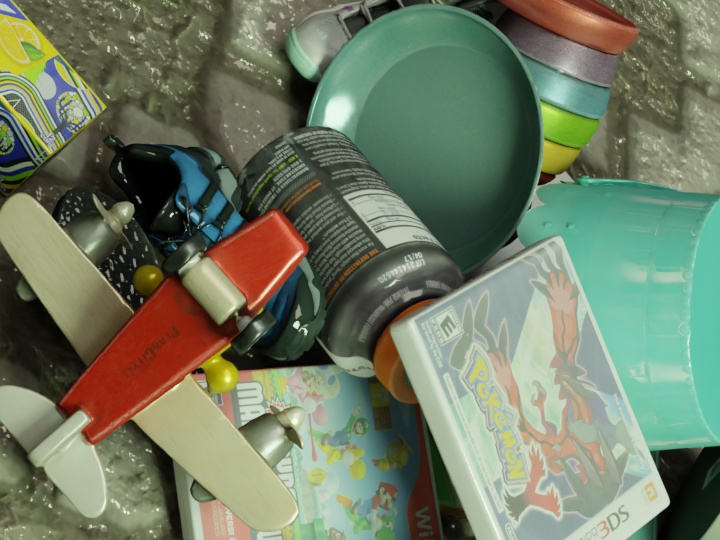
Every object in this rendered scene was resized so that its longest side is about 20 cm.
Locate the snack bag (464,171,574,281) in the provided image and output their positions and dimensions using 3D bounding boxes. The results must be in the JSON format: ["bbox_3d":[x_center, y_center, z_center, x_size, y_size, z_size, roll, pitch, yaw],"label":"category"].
[{"bbox_3d":[0.085,-0.087,1.708,0.200,0.021,0.188,54,43,0],"label":"snack bag"}]

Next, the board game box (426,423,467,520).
[{"bbox_3d":[0.097,0.136,1.579,0.199,0.030,0.096,10,59,-33],"label":"board game box"}]

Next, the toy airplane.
[{"bbox_3d":[-0.126,0.054,1.333,0.141,0.198,0.201,-40,132,-73],"label":"toy airplane"}]

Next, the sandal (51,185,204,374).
[{"bbox_3d":[-0.151,0.042,1.418,0.075,0.048,0.201,-39,105,-44],"label":"sandal"}]

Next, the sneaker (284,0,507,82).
[{"bbox_3d":[0.045,-0.204,1.638,0.199,0.140,0.078,-12,61,-38],"label":"sneaker"}]

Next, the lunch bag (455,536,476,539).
[{"bbox_3d":[0.100,0.287,1.418,0.164,0.117,0.200,-37,101,-46],"label":"lunch bag"}]

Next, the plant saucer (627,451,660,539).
[{"bbox_3d":[0.200,0.162,1.630,0.070,0.019,0.200,46,35,-32],"label":"plant saucer"}]

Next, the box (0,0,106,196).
[{"bbox_3d":[-0.264,-0.151,1.422,0.200,0.064,0.070,48,44,-5],"label":"box"}]

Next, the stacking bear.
[{"bbox_3d":[0.114,-0.110,1.610,0.114,0.201,0.121,31,15,25],"label":"stacking bear"}]

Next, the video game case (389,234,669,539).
[{"bbox_3d":[0.114,0.096,1.407,0.182,0.023,0.201,-28,96,-49],"label":"video game case"}]

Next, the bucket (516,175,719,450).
[{"bbox_3d":[0.202,0.035,1.558,0.207,0.134,0.208,-2,92,-62],"label":"bucket"}]

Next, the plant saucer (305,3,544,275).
[{"bbox_3d":[0.051,-0.088,1.563,0.036,0.200,0.201,5,60,-57],"label":"plant saucer"}]

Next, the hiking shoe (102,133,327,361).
[{"bbox_3d":[-0.100,-0.012,1.433,0.087,0.075,0.200,12,28,-46],"label":"hiking shoe"}]

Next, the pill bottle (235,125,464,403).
[{"bbox_3d":[0.000,0.000,1.469,0.106,0.106,0.200,1,37,-40],"label":"pill bottle"}]

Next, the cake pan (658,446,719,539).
[{"bbox_3d":[0.276,0.155,1.602,0.037,0.200,0.201,31,46,-1],"label":"cake pan"}]

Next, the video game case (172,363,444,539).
[{"bbox_3d":[-0.034,0.134,1.442,0.199,0.017,0.144,-2,80,-38],"label":"video game case"}]
